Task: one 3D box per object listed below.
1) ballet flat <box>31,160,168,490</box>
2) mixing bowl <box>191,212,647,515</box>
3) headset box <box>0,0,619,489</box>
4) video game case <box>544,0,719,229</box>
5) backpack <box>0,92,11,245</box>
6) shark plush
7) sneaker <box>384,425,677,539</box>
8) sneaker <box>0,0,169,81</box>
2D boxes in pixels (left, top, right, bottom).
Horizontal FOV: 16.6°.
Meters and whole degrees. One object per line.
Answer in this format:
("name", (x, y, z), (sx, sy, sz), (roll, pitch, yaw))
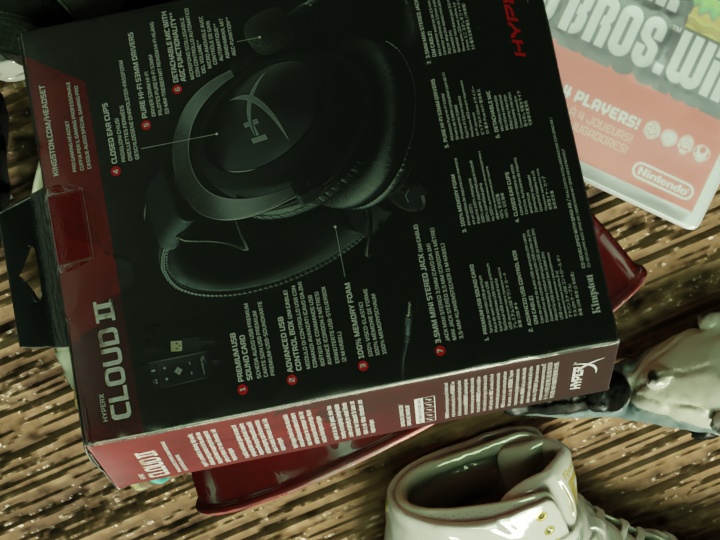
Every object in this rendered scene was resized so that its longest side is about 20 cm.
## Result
("ballet flat", (-0.103, -0.001, 1.010), (0.070, 0.071, 0.201), (-2, 126, -7))
("mixing bowl", (0.000, 0.000, 0.965), (0.199, 0.200, 0.109), (-27, 94, 11))
("headset box", (-0.024, -0.017, 0.846), (0.199, 0.150, 0.077), (-12, 164, 0))
("video game case", (0.103, -0.133, 0.907), (0.142, 0.017, 0.201), (24, 98, -8))
("backpack", (-0.232, -0.046, 0.909), (0.199, 0.167, 0.127), (15, 104, -14))
("shark plush", (0.167, 0.065, 1.096), (0.199, 0.091, 0.083), (-13, 157, -5))
("sneaker", (0.105, 0.129, 1.125), (0.199, 0.074, 0.116), (-2, 129, -6))
("sneaker", (-0.127, -0.109, 0.855), (0.090, 0.067, 0.200), (-4, 173, 21))
